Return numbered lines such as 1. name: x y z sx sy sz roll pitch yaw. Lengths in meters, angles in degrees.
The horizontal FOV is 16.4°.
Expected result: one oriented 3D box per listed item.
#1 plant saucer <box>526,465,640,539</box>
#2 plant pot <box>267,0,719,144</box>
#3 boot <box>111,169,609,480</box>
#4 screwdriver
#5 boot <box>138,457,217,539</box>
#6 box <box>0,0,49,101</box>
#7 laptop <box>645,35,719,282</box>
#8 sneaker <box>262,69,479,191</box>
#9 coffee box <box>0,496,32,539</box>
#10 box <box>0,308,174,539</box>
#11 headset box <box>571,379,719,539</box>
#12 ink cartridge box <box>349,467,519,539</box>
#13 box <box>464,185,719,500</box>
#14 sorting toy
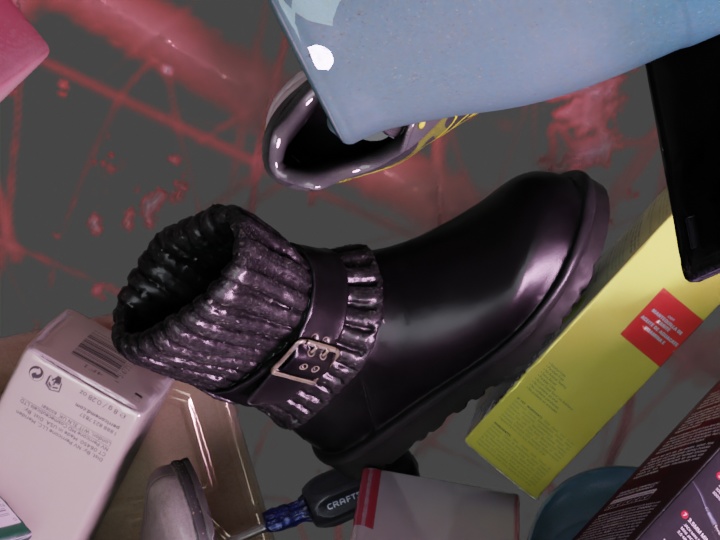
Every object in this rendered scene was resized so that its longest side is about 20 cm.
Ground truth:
1. plant saucer: 0.153 0.185 1.188 0.200 0.200 0.027 39 129 -4
2. plant pot: 0.044 -0.152 1.052 0.187 0.200 0.201 -28 102 1
3. boot: 0.000 0.002 1.179 0.158 0.080 0.211 35 112 -30
4. screwdriver: -0.063 0.133 1.255 0.199 0.028 0.029 -19 132 -9
5. boot: -0.134 0.188 1.201 0.130 0.068 0.201 -2 116 -15
6. box: -0.247 -0.083 1.160 0.128 0.200 0.109 -39 97 19
7. laptop: 0.239 -0.105 1.117 0.200 0.116 0.188 -26 62 39
8. sneaker: 0.037 -0.092 1.171 0.200 0.085 0.075 -35 100 18
9. coffee box: -0.264 0.099 1.210 0.200 0.044 0.123 45 108 13
10. box: -0.169 0.125 1.245 0.068 0.082 0.201 29 106 2
11. headset box: 0.189 0.134 1.111 0.200 0.075 0.149 -44 99 -26
12. ink cartridge box: 0.022 0.217 1.185 0.084 0.146 0.201 10 109 1
13. box: 0.133 0.015 1.195 0.050 0.075 0.200 40 108 -5
14. sorting toy: -0.139 0.126 1.301 0.184 0.036 0.201 -12 101 13
